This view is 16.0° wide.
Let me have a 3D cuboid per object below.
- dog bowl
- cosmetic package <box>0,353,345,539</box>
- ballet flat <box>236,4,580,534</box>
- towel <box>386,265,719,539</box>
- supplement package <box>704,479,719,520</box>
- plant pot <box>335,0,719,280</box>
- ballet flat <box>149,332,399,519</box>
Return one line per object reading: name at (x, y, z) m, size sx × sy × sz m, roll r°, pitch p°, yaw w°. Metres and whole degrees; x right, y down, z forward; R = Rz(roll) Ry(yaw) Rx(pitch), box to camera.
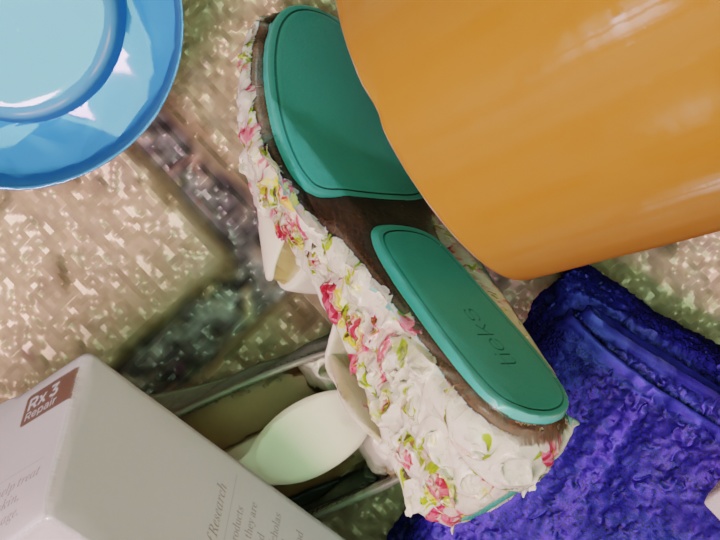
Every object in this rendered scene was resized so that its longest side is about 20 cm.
dog bowl at (-0.125, -0.128, 0.856) m, size 0.111 × 0.050 × 0.201 m, roll -16°, pitch 96°, yaw 4°
cosmetic package at (-0.051, 0.124, 0.820) m, size 0.200 × 0.074 × 0.102 m, roll 37°, pitch 129°, yaw -26°
ballet flat at (0.000, 0.000, 0.824) m, size 0.075 × 0.200 × 0.064 m, roll 5°, pitch 133°, yaw -36°
towel at (0.118, 0.106, 0.874) m, size 0.200 × 0.050 × 0.148 m, roll 31°, pitch 96°, yaw -2°
supplement package at (0.218, 0.044, 0.765) m, size 0.121 × 0.200 × 0.120 m, roll 45°, pitch 59°, yaw 1°
plant pot at (0.100, -0.092, 0.793) m, size 0.183 × 0.200 × 0.201 m, roll -27°, pitch 95°, yaw 21°
ballet flat at (-0.057, 0.071, 0.870) m, size 0.199 × 0.064 × 0.068 m, roll -26°, pitch 95°, yaw 5°
